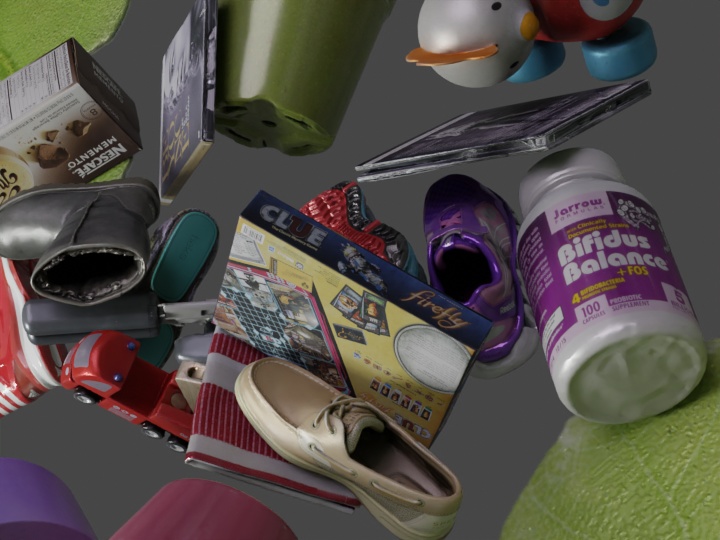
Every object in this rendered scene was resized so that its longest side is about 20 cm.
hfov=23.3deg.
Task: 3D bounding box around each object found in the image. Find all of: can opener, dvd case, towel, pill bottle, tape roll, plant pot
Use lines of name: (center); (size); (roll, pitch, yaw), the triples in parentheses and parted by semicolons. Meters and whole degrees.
can opener: (-0.188, 0.054, 1.495); (0.199, 0.053, 0.067); (-4, 70, -5)
dvd case: (-0.161, -0.158, 1.605); (0.200, 0.016, 0.149); (140, 132, -68)
towel: (-0.051, 0.086, 1.369); (0.023, 0.144, 0.200); (116, 168, -48)
pill bottle: (0.178, 0.005, 1.290); (0.112, 0.112, 0.200); (-27, 46, 15)
tape roll: (-0.300, 0.251, 1.370); (0.200, 0.200, 0.085); (-42, 42, 0)
dvd case: (0.114, -0.112, 1.408); (0.200, 0.016, 0.149); (-6, 17, 44)
plant pot: (-0.065, -0.213, 1.602); (0.200, 0.200, 0.191); (1, 71, 36)
plant pot: (-0.132, 0.259, 1.268); (0.200, 0.200, 0.179); (-3, 40, 34)

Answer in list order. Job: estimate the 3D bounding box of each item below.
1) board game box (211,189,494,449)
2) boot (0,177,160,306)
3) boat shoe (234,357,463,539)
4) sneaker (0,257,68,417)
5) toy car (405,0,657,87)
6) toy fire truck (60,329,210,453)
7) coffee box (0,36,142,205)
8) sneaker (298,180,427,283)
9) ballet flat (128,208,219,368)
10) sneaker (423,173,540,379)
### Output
board game box: (-0.010, 0.039, 1.314); (0.200, 0.136, 0.035); (30, 50, 8)
boot: (-0.261, -0.018, 1.532); (0.181, 0.073, 0.200); (-17, 25, 8)
boat shoe: (-0.007, 0.122, 1.298); (0.200, 0.065, 0.072); (38, 53, 16)
sneaker: (-0.349, 0.055, 1.650); (0.115, 0.078, 0.200); (-32, 43, 8)
toy car: (0.122, -0.208, 1.404); (0.177, 0.185, 0.200); (4, 39, 37)
toy fire truck: (-0.131, 0.104, 1.409); (0.141, 0.200, 0.049); (-28, 36, 56)
coffee box: (-0.334, -0.130, 1.758); (0.200, 0.113, 0.080); (-29, 45, 12)
sneaker: (0.000, 0.000, 1.407); (0.079, 0.096, 0.200); (-35, 30, -2)
ballet flat: (-0.191, 0.036, 1.572); (0.072, 0.072, 0.201); (11, 64, 40)
sneaker: (0.085, -0.013, 1.388); (0.080, 0.088, 0.200); (-28, 44, 16)
